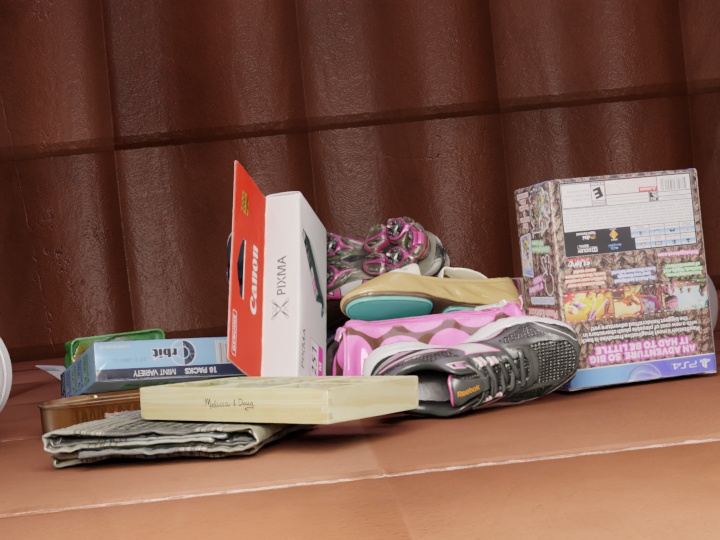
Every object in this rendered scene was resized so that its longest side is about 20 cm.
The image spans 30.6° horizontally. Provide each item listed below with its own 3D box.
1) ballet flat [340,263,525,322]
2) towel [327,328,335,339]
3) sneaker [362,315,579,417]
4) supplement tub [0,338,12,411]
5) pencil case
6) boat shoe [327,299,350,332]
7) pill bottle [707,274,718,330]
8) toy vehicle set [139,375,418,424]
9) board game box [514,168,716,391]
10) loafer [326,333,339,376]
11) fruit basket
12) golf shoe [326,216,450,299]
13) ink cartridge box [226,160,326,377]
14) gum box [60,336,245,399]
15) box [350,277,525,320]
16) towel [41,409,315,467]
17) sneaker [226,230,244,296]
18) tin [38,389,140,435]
[{"bbox_3d":[0.070,0.026,1.318,0.198,0.064,0.069,8,-36,-21],"label":"ballet flat"},{"bbox_3d":[-0.006,0.064,1.607,0.021,0.149,0.199,-4,0,27],"label":"towel"},{"bbox_3d":[0.100,0.098,1.166,0.197,0.081,0.086,-14,11,4],"label":"sneaker"},{"bbox_3d":[-0.423,0.106,1.229,0.143,0.147,0.200,-6,0,9],"label":"supplement tub"},{"bbox_3d":[0.070,0.081,1.269,0.197,0.095,0.091,-7,11,0],"label":"pencil case"},{"bbox_3d":[-0.001,0.031,1.533,0.074,0.076,0.202,-21,-19,16],"label":"boat shoe"},{"bbox_3d":[0.326,0.047,1.595,0.111,0.114,0.199,-6,0,-30],"label":"pill bottle"},{"bbox_3d":[-0.068,0.105,1.083,0.198,0.027,0.124,-3,-1,35],"label":"toy vehicle set"},{"bbox_3d":[0.250,0.009,1.303,0.157,0.203,0.097,-5,-1,-14],"label":"board game box"},{"bbox_3d":[0.025,0.101,1.508,0.062,0.073,0.199,-2,-1,33],"label":"loafer"},{"bbox_3d":[-0.290,0.136,1.665,0.183,0.095,0.199,-6,16,-35],"label":"fruit basket"},{"bbox_3d":[0.000,0.000,1.399,0.198,0.074,0.092,-7,-25,32],"label":"golf shoe"},{"bbox_3d":[-0.076,0.017,1.256,0.043,0.202,0.174,-6,-23,13],"label":"ink cartridge box"},{"bbox_3d":[-0.230,0.114,1.455,0.168,0.045,0.200,-1,-14,-23],"label":"gum box"},{"bbox_3d":[0.098,0.072,1.461,0.127,0.111,0.199,-7,0,36],"label":"box"},{"bbox_3d":[-0.147,0.140,1.116,0.190,0.035,0.200,-3,-2,14],"label":"towel"},{"bbox_3d":[-0.105,0.050,1.465,0.078,0.202,0.079,-15,13,31],"label":"sneaker"},{"bbox_3d":[-0.227,0.141,1.341,0.197,0.042,0.112,-6,4,2],"label":"tin"}]
